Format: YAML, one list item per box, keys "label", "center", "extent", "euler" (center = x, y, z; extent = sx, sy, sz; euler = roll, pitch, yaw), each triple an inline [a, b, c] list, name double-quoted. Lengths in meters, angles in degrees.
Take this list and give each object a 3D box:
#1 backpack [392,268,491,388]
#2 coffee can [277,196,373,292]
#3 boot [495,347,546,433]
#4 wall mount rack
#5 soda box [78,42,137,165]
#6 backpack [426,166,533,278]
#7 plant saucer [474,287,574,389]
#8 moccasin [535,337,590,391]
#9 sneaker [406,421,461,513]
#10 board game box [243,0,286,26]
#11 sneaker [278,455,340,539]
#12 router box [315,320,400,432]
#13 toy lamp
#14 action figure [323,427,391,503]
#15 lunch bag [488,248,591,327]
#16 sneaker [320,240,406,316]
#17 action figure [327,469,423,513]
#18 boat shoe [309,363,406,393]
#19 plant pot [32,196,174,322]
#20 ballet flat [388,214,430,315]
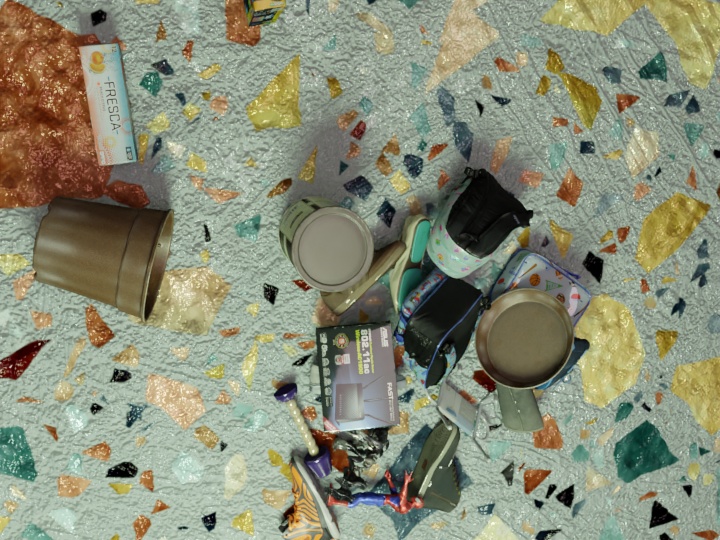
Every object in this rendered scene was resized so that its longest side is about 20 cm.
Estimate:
- label: "backpack"
  center: [0.150, 0.125, 1.472]
  extent: [0.134, 0.201, 0.182]
  euler: [34, 55, 20]
- label: "coffee can"
  center: [-0.068, -0.054, 1.362]
  extent: [0.144, 0.200, 0.149]
  euler: [-3, 101, -13]
- label: "boot"
  center: [0.344, 0.241, 1.545]
  extent: [0.072, 0.181, 0.203]
  euler: [-20, 98, -35]
- label: "wall mount rack"
  center: [0.213, 0.295, 1.522]
  extent: [0.199, 0.175, 0.074]
  euler: [40, 133, -18]
- label: "soda box"
  center: [-0.437, -0.288, 1.298]
  extent: [0.067, 0.064, 0.203]
  euler: [-8, 103, -12]
- label: "backpack"
  center: [0.219, -0.081, 1.436]
  extent: [0.166, 0.127, 0.200]
  euler: [38, 54, 5]
- label: "plant saucer"
  center: [0.322, 0.135, 1.458]
  extent: [0.201, 0.200, 0.034]
  euler: [-53, 143, 1]
- label: "moccasin"
  center: [0.413, 0.198, 1.540]
  extent: [0.067, 0.200, 0.082]
  euler: [-7, 68, -16]
- label: "sneaker"
  center: [0.183, 0.418, 1.586]
  extent: [0.105, 0.075, 0.202]
  euler: [20, 104, -21]
- label: "board game box"
  center: [-0.175, -0.510, 1.250]
  extent: [0.056, 0.200, 0.168]
  euler: [-13, 102, -9]
- label: "sneaker"
  center: [-0.125, 0.484, 1.514]
  extent: [0.111, 0.078, 0.202]
  euler: [-25, 100, -3]
- label: "router box"
  center: [-0.006, 0.204, 1.431]
  extent: [0.147, 0.062, 0.204]
  euler: [-5, 87, -4]
- label: "toy lamp"
  center: [-0.110, 0.325, 1.499]
  extent: [0.058, 0.058, 0.203]
  euler: [-24, 104, -8]
- label: "action figure"
  center: [-0.001, 0.356, 1.491]
  extent: [0.101, 0.201, 0.119]
  euler: [31, 135, 3]
- label: "lunch bag"
  center: [0.380, 0.056, 1.561]
  extent: [0.199, 0.076, 0.162]
  euler: [32, 89, -16]
- label: "sneaker"
  center: [0.000, 0.000, 1.440]
  extent: [0.200, 0.070, 0.076]
  euler: [-44, 86, 12]
- label: "action figure"
  center: [0.036, 0.446, 1.538]
  extent: [0.197, 0.065, 0.101]
  euler: [9, 89, -2]
- label: "boat shoe"
  center: [-0.004, 0.201, 1.500]
  extent: [0.198, 0.075, 0.088]
  euler: [0, 88, -6]
- label: "plant pot"
  center: [-0.442, -0.033, 1.287]
  extent: [0.195, 0.200, 0.203]
  euler: [15, 97, -9]
- label: "ballet flat"
  center: [0.091, -0.015, 1.482]
  extent: [0.068, 0.069, 0.203]
  euler: [13, 97, -16]
